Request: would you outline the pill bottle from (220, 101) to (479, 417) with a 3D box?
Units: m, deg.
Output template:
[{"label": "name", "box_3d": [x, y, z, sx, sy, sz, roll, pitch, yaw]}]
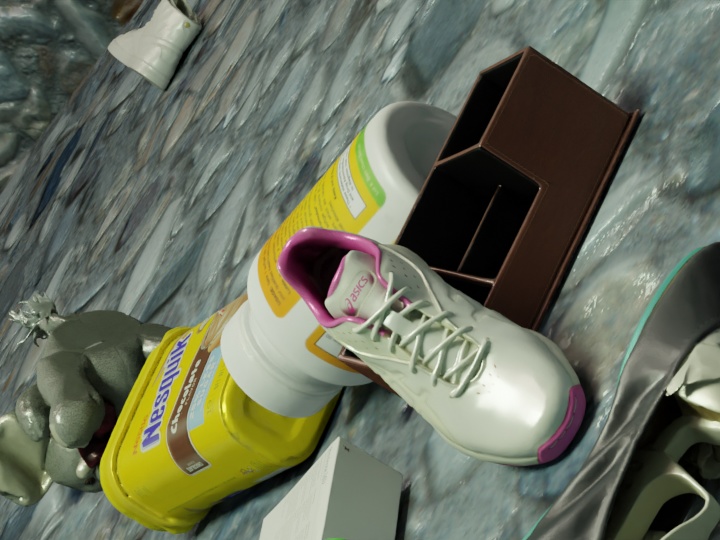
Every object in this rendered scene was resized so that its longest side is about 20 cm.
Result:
[{"label": "pill bottle", "box_3d": [0.000, 0.000, 1.380, 0.200, 0.111, 0.111, -48, 18, 34]}]

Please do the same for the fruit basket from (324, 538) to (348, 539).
[{"label": "fruit basket", "box_3d": [-0.006, 0.230, 0.918, 0.216, 0.155, 0.216, -56, -3, -4]}]

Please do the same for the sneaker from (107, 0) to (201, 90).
[{"label": "sneaker", "box_3d": [-0.258, -0.302, 2.901, 0.116, 0.074, 0.200, -57, 25, 0]}]

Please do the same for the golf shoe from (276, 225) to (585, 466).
[{"label": "golf shoe", "box_3d": [0.030, 0.036, 1.149, 0.200, 0.091, 0.075, 32, 92, 45]}]

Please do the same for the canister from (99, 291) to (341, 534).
[{"label": "canister", "box_3d": [-0.090, 0.089, 1.547, 0.200, 0.086, 0.149, -32, 30, 56]}]

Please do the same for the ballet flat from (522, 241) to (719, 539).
[{"label": "ballet flat", "box_3d": [0.128, 0.078, 0.924, 0.200, 0.073, 0.073, -57, 14, -17]}]

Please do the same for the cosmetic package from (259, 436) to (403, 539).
[{"label": "cosmetic package", "box_3d": [-0.024, 0.187, 1.207, 0.083, 0.051, 0.200, -51, 17, 33]}]

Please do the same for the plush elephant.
[{"label": "plush elephant", "box_3d": [-0.204, 0.120, 1.759, 0.164, 0.155, 0.200, -23, 33, -34]}]

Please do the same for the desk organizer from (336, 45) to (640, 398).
[{"label": "desk organizer", "box_3d": [0.071, -0.019, 1.254, 0.200, 0.077, 0.072, -63, 16, -18]}]
